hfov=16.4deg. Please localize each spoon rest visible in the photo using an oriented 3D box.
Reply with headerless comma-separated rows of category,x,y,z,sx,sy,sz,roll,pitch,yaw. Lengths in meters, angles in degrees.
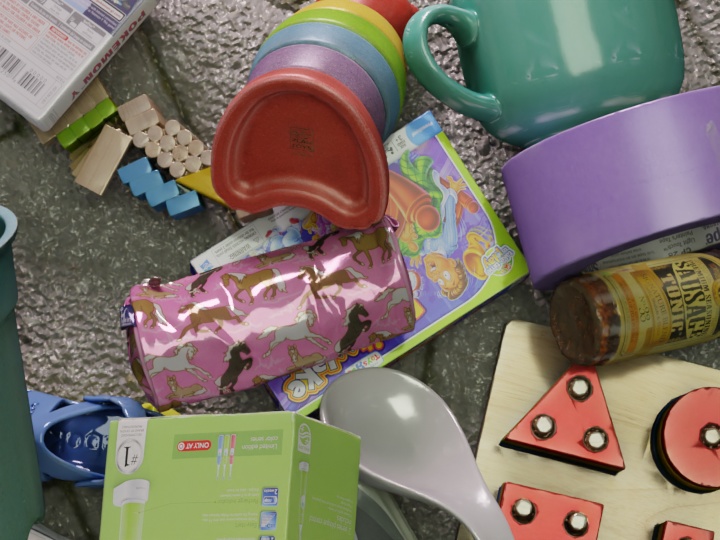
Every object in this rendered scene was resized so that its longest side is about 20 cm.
spoon rest,0.048,0.143,1.655,0.099,0.061,0.200,-19,65,-37

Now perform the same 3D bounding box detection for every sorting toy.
sorting toy,0.177,0.148,1.712,0.199,0.070,0.200,14,80,-1

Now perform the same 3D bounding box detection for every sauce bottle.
sauce bottle,0.225,0.018,1.710,0.199,0.066,0.066,-13,81,-30

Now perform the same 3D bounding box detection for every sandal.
sandal,-0.212,0.113,1.688,0.199,0.087,0.080,-2,83,-2

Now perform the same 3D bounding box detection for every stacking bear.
stacking bear,-0.016,-0.133,1.702,0.121,0.114,0.200,9,36,11

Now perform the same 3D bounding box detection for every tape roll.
tape roll,0.200,-0.055,1.681,0.199,0.200,0.085,-15,81,-6

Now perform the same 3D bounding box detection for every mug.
mug,0.131,-0.141,1.718,0.184,0.152,0.115,-13,85,8

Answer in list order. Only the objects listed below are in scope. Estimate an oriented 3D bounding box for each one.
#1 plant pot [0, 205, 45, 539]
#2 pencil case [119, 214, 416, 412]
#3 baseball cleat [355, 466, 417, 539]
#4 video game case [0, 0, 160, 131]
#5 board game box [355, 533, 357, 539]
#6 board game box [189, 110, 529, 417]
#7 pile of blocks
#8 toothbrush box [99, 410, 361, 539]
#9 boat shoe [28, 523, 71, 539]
plant pot,-0.292,0.083,1.571,0.199,0.200,0.197,-13,109,-5
pencil case,-0.060,0.027,1.668,0.199,0.083,0.087,-16,113,-6
baseball cleat,0.004,0.209,1.691,0.106,0.070,0.201,-29,65,3
video game case,-0.232,-0.219,1.743,0.200,0.023,0.182,36,80,23
board game box,-0.064,0.238,1.634,0.147,0.064,0.201,-29,65,21
board game box,0.000,0.000,1.738,0.199,0.045,0.135,-33,84,-8
pile of blocks,-0.149,-0.079,1.738,0.199,0.062,0.082,31,88,11
toothbrush box,-0.087,0.196,1.570,0.145,0.086,0.201,-6,72,31
boat shoe,-0.238,0.207,1.669,0.199,0.070,0.071,23,111,-3
